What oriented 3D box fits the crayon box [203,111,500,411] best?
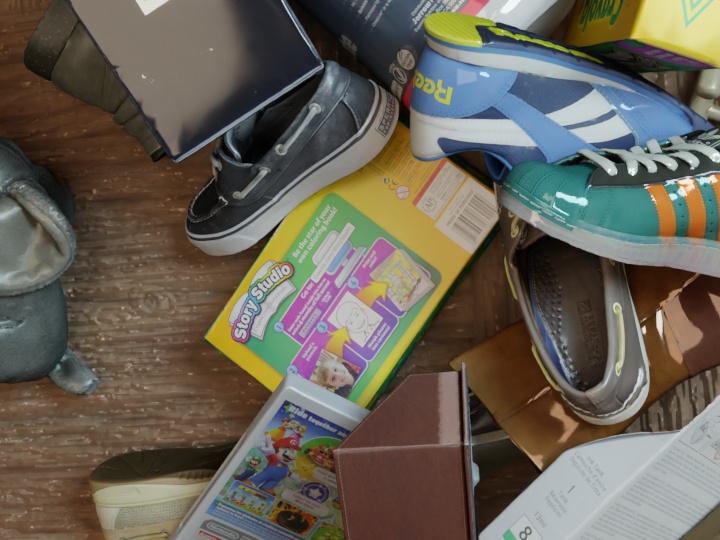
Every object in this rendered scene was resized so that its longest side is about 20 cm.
[{"bbox_3d":[0.000,0.000,0.850,0.118,0.058,0.201,37,100,8],"label":"crayon box"}]

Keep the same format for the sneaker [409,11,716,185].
[{"bbox_3d":[0.113,-0.084,0.717,0.198,0.074,0.083,12,109,-22],"label":"sneaker"}]

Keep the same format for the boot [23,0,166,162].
[{"bbox_3d":[-0.131,-0.186,0.875,0.130,0.068,0.201,31,101,-2],"label":"boot"}]

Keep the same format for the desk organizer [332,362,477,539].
[{"bbox_3d":[0.033,0.160,0.771,0.076,0.072,0.202,-3,123,5],"label":"desk organizer"}]

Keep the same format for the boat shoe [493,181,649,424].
[{"bbox_3d":[0.117,-0.011,0.740,0.071,0.059,0.202,-19,68,18],"label":"boat shoe"}]

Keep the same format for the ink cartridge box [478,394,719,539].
[{"bbox_3d":[0.184,0.123,0.765,0.200,0.161,0.050,-48,53,10],"label":"ink cartridge box"}]

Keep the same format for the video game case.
[{"bbox_3d":[-0.035,0.168,0.830,0.142,0.018,0.201,28,119,-15],"label":"video game case"}]

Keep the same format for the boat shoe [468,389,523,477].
[{"bbox_3d":[0.090,0.090,0.841,0.199,0.073,0.063,-25,62,13],"label":"boat shoe"}]

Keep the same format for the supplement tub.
[{"bbox_3d":[0.027,-0.200,0.790,0.200,0.140,0.140,44,101,7],"label":"supplement tub"}]

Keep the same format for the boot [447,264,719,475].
[{"bbox_3d":[0.142,0.008,0.792,0.199,0.068,0.189,-36,77,4],"label":"boot"}]

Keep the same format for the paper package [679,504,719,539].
[{"bbox_3d":[0.297,0.210,0.749,0.200,0.104,0.191,43,102,-12],"label":"paper package"}]

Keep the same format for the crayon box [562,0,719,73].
[{"bbox_3d":[0.182,-0.204,0.723,0.058,0.200,0.174,19,97,-3],"label":"crayon box"}]

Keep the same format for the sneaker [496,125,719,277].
[{"bbox_3d":[0.168,-0.046,0.683,0.198,0.071,0.081,9,107,-23],"label":"sneaker"}]

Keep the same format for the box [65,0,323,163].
[{"bbox_3d":[-0.120,-0.183,0.754,0.104,0.182,0.201,-32,103,2],"label":"box"}]

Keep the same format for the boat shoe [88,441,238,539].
[{"bbox_3d":[-0.090,0.160,0.877,0.198,0.072,0.066,-6,104,12],"label":"boat shoe"}]

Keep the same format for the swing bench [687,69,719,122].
[{"bbox_3d":[0.316,-0.162,0.739,0.197,0.130,0.202,18,92,11],"label":"swing bench"}]

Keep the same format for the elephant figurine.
[{"bbox_3d":[-0.250,-0.027,0.860,0.141,0.155,0.202,32,109,31],"label":"elephant figurine"}]

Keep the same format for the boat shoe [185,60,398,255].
[{"bbox_3d":[-0.064,-0.073,0.815,0.199,0.067,0.072,-26,44,44],"label":"boat shoe"}]
